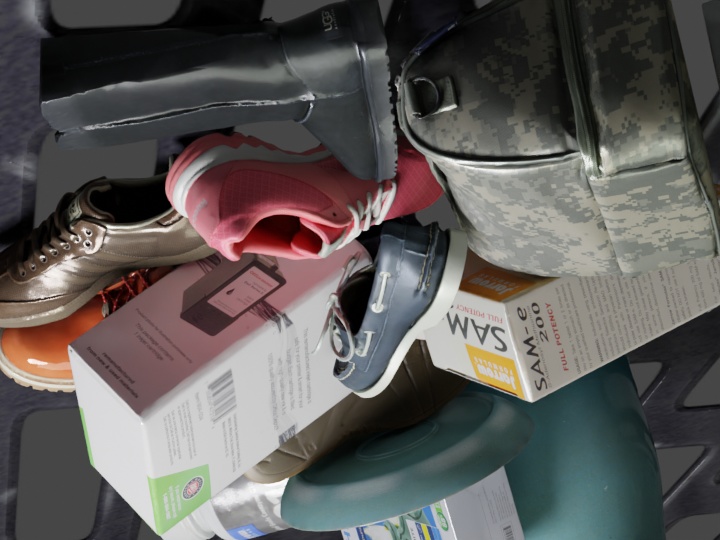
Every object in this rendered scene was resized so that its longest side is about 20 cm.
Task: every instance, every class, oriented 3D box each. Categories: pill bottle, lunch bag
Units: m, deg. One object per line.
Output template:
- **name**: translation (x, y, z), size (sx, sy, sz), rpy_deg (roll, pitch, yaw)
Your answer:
- **pill bottle**: translation (-0.078, 0.165, 1.797), size (0.198, 0.115, 0.114), rpy_deg (-16, 156, 16)
- **lunch bag**: translation (0.120, -0.080, 1.269), size (0.166, 0.141, 0.200), rpy_deg (-14, 156, 9)

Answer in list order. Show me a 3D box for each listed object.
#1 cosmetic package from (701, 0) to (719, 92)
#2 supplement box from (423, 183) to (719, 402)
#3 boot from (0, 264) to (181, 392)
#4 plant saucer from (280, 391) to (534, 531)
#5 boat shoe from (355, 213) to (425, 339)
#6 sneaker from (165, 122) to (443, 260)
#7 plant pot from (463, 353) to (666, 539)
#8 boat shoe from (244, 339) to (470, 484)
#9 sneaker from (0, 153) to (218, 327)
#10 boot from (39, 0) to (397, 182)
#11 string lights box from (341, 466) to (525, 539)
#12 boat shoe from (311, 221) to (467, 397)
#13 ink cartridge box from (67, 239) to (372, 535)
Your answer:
- **cosmetic package**: translation (0.299, -0.113, 1.333), size (0.106, 0.091, 0.200), rpy_deg (-18, 153, 21)
- **supplement box**: translation (0.150, 0.005, 1.414), size (0.199, 0.074, 0.126), rpy_deg (-25, -160, -24)
- **boot**: translation (-0.164, 0.024, 1.503), size (0.198, 0.076, 0.107), rpy_deg (-13, 155, -14)
- **plant saucer**: translation (0.030, 0.134, 1.555), size (0.198, 0.028, 0.200), rpy_deg (-19, -169, 4)
- **boat shoe**: translation (0.000, 0.000, 1.521), size (0.093, 0.075, 0.199), rpy_deg (51, 149, -19)
- **sneaker**: translation (-0.022, -0.038, 1.341), size (0.198, 0.087, 0.074), rpy_deg (-6, 135, -28)
- **plant pot**: translation (0.156, 0.183, 1.692), size (0.198, 0.189, 0.200), rpy_deg (-17, 156, -8)
- **boat shoe**: translation (-0.009, 0.087, 1.571), size (0.198, 0.075, 0.066), rpy_deg (-22, -158, -10)
- **sneaker**: translation (-0.180, -0.028, 1.396), size (0.198, 0.071, 0.076), rpy_deg (-21, 138, 14)
- **boot**: translation (-0.082, -0.094, 1.253), size (0.198, 0.066, 0.165), rpy_deg (-12, 149, -2)
- **string lights box**: translation (0.047, 0.181, 1.632), size (0.059, 0.104, 0.200), rpy_deg (-22, -169, -26)
- **boat shoe**: translation (0.011, 0.025, 1.362), size (0.061, 0.076, 0.200), rpy_deg (17, 156, -10)
- **ink cartridge box**: translation (-0.090, 0.062, 1.438), size (0.199, 0.084, 0.146), rpy_deg (-36, 150, -24)
